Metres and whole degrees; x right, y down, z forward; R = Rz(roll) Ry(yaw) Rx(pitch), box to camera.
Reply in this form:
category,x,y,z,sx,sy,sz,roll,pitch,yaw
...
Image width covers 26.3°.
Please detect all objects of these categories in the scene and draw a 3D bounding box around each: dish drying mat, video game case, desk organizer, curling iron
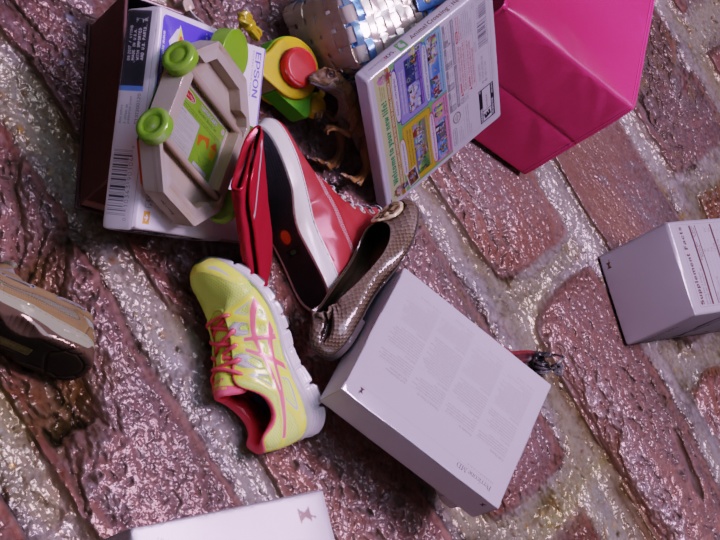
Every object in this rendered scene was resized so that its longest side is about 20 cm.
category,x,y,z,sx,sy,sz,roll,pitch,yaw
dish drying mat,-0.098,-0.047,1.451,0.018,0.201,0.077,7,58,6
video game case,0.075,-0.183,1.613,0.182,0.201,0.022,-41,58,-21
desk organizer,-0.217,-0.155,1.463,0.071,0.077,0.202,15,62,-33
curling iron,0.163,0.096,1.648,0.199,0.049,0.026,8,91,-56

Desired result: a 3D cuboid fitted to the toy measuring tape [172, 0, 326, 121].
category,x,y,z,sx,sy,sz,roll,pitch,yaw
toy measuring tape,-0.104,-0.229,1.584,0.200,0.073,0.074,40,50,-28

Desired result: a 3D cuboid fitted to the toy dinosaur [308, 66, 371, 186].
category,x,y,z,sx,sy,sz,roll,pitch,yaw
toy dinosaur,0.006,-0.143,1.635,0.107,0.060,0.200,-60,145,-7

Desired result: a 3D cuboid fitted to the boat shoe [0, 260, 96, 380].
category,x,y,z,sx,sy,sz,roll,pitch,yaw
boat shoe,-0.316,0.023,1.322,0.199,0.071,0.077,33,38,-32

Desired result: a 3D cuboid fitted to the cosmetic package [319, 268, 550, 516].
category,x,y,z,sx,sy,sz,roll,pitch,yaw
cosmetic package,0.076,0.119,1.499,0.199,0.052,0.152,38,55,-14

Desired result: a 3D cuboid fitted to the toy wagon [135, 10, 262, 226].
category,x,y,z,sx,sy,sz,roll,pitch,yaw
toy wagon,-0.139,-0.143,1.394,0.155,0.039,0.202,53,49,-56

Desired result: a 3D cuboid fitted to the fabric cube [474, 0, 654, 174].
category,x,y,z,sx,sy,sz,roll,pitch,yaw
fabric cube,0.191,-0.267,1.760,0.198,0.199,0.198,31,54,-23

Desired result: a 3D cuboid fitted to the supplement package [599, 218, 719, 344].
category,x,y,z,sx,sy,sz,roll,pitch,yaw
supplement package,0.408,0.010,1.866,0.199,0.117,0.119,-5,74,-39

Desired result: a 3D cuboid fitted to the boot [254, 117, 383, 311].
category,x,y,z,sx,sy,sz,roll,pitch,yaw
boot,-0.034,-0.073,1.582,0.144,0.072,0.202,-28,97,-43

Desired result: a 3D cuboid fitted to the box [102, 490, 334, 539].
category,x,y,z,sx,sy,sz,roll,pitch,yaw
box,-0.124,0.308,1.269,0.199,0.171,0.201,-4,73,-40

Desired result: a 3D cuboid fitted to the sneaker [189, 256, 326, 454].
category,x,y,z,sx,sy,sz,roll,pitch,yaw
sneaker,-0.110,0.081,1.446,0.090,0.078,0.201,-31,92,-40

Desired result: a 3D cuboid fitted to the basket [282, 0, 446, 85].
category,x,y,z,sx,sy,sz,roll,pitch,yaw
basket,0.030,-0.276,1.658,0.199,0.176,0.140,-30,101,-27

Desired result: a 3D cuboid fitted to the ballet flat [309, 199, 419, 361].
category,x,y,z,sx,sy,sz,roll,pitch,yaw
ballet flat,0.000,0.000,1.513,0.046,0.067,0.201,42,59,-20

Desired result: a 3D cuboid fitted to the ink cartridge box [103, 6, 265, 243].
category,x,y,z,sx,sy,sz,roll,pitch,yaw
ink cartridge box,-0.161,-0.129,1.444,0.200,0.043,0.201,8,88,-64

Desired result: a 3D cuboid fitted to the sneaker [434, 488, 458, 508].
category,x,y,z,sx,sy,sz,roll,pitch,yaw
sneaker,0.064,0.146,1.570,0.099,0.075,0.202,5,60,-29
